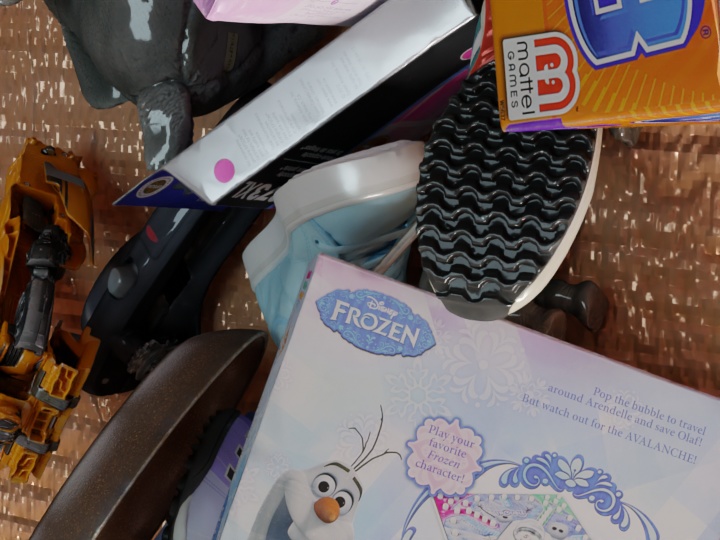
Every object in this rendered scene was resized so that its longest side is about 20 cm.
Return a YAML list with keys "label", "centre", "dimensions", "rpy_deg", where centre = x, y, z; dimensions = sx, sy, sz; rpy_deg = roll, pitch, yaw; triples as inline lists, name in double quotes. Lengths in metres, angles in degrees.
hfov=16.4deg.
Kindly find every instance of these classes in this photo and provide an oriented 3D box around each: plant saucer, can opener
- label: "plant saucer"
  centre: [-0.112, 0.104, 1.188]
  dimensions: [0.032, 0.200, 0.200]
  rpy_deg: [35, 118, 5]
- label: "can opener"
  centre: [-0.089, -0.015, 1.249]
  dimensions: [0.079, 0.063, 0.200]
  rpy_deg: [52, 124, 26]

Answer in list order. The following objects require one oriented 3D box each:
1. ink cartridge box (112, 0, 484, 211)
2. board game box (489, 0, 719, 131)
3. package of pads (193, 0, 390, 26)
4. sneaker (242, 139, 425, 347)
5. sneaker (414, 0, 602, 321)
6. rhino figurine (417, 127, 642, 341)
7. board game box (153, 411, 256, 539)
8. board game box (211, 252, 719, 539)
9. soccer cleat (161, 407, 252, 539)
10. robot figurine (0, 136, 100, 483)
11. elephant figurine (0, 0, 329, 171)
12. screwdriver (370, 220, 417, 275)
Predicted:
- label: "ink cartridge box"
  centre: [-0.010, -0.069, 1.128]
  dimensions: [0.200, 0.095, 0.037]
  rpy_deg: [-32, 75, 25]
- label: "board game box"
  centre: [0.179, -0.160, 0.910]
  dimensions: [0.200, 0.200, 0.201]
  rpy_deg: [-4, 91, 41]
- label: "package of pads"
  centre: [-0.018, -0.166, 1.086]
  dimensions: [0.076, 0.200, 0.121]
  rpy_deg: [-42, 70, 30]
- label: "sneaker"
  centre: [0.000, 0.000, 1.134]
  dimensions: [0.200, 0.074, 0.082]
  rpy_deg: [125, 124, -73]
- label: "sneaker"
  centre: [0.076, -0.072, 1.008]
  dimensions: [0.070, 0.093, 0.200]
  rpy_deg: [6, 80, 20]
- label: "rhino figurine"
  centre: [0.062, 0.010, 1.117]
  dimensions: [0.087, 0.060, 0.201]
  rpy_deg: [18, 101, 35]
- label: "board game box"
  centre: [-0.028, 0.166, 1.228]
  dimensions: [0.158, 0.039, 0.200]
  rpy_deg: [49, 125, 20]
- label: "board game box"
  centre: [0.041, 0.120, 1.034]
  dimensions: [0.200, 0.043, 0.200]
  rpy_deg: [20, 82, -4]
- label: "soccer cleat"
  centre: [-0.056, 0.136, 1.125]
  dimensions: [0.073, 0.200, 0.068]
  rpy_deg: [15, 121, -4]
- label: "robot figurine"
  centre: [-0.170, 0.025, 1.258]
  dimensions: [0.200, 0.058, 0.145]
  rpy_deg: [-99, 32, -56]
- label: "elephant figurine"
  centre: [-0.119, -0.147, 1.228]
  dimensions: [0.200, 0.155, 0.142]
  rpy_deg: [11, 117, 42]
- label: "screwdriver"
  centre: [0.067, -0.063, 1.067]
  dimensions: [0.200, 0.028, 0.029]
  rpy_deg: [-50, 26, -8]
